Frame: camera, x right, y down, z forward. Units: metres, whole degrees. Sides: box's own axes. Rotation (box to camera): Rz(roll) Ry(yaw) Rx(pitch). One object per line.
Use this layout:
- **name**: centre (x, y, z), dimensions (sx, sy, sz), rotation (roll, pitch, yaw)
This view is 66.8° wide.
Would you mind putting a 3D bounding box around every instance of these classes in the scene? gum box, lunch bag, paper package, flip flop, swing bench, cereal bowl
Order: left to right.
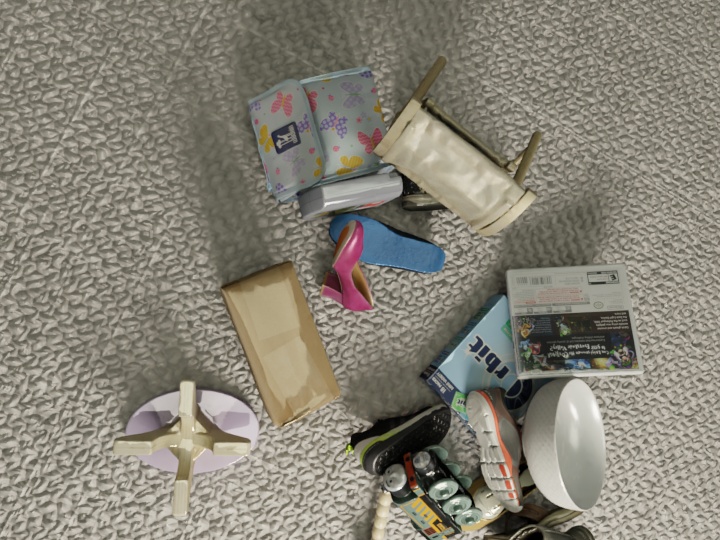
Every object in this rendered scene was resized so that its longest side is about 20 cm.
- **paper package**: centre (-0.125, 0.099, 0.799), dimensions (0.103, 0.190, 0.202), rotation (-22, 93, -16)
- **lunch bag**: centre (-0.062, -0.207, 0.855), dimensions (0.198, 0.127, 0.172), rotation (-13, 86, -8)
- **swing bench**: centre (0.135, -0.166, 0.771), dimensions (0.198, 0.130, 0.201), rotation (36, 41, -8)
- **gum box**: centre (0.229, 0.172, 0.946), dimensions (0.170, 0.045, 0.200), rotation (46, 80, -8)
- **flip flop**: centre (0.298, 0.423, 0.943), dimensions (0.198, 0.081, 0.058), rotation (-18, 70, -11)
- **cereal bowl**: centre (0.319, 0.276, 0.880), dimensions (0.199, 0.083, 0.203), rotation (14, 70, -45)

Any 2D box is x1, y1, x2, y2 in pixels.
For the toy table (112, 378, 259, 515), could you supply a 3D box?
- **toy table**: centre (-0.251, 0.246, 0.807), dimensions (0.198, 0.117, 0.186), rotation (-8, 90, -11)

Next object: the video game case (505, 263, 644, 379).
- **video game case**: centre (0.349, 0.083, 0.905), dimensions (0.197, 0.023, 0.184), rotation (-3, 73, 4)

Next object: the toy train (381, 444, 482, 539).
- **toy train**: centre (0.113, 0.353, 0.856), dimensions (0.113, 0.086, 0.200), rotation (-29, 127, 11)

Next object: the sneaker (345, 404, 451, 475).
- **sneaker**: centre (0.063, 0.258, 0.895), dimensions (0.198, 0.083, 0.073), rotation (-14, 116, -35)

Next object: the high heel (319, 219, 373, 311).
- **high heel**: centre (0.000, 0.000, 0.834), dimensions (0.095, 0.201, 0.068), rotation (18, 50, -5)

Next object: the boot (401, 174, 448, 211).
- **boot**: centre (0.159, -0.185, 0.928), dimensions (0.201, 0.073, 0.156), rotation (-7, 87, -13)

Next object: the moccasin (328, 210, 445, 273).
- **moccasin**: centre (0.039, -0.035, 0.902), dimensions (0.198, 0.068, 0.081), rotation (23, 92, -9)

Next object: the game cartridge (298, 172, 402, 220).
- **game cartridge**: centre (-0.026, -0.107, 0.821), dimensions (0.132, 0.200, 0.041), rotation (-8, 92, -11)

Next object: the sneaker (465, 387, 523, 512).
- **sneaker**: centre (0.239, 0.285, 0.885), dimensions (0.081, 0.077, 0.202), rotation (-14, 89, -24)

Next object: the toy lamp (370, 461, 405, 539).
- **toy lamp**: centre (0.033, 0.404, 0.893), dimensions (0.058, 0.058, 0.202), rotation (11, 85, -11)

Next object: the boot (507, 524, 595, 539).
- **boot**: centre (0.284, 0.479, 0.876), dimensions (0.199, 0.072, 0.183), rotation (18, 103, -47)

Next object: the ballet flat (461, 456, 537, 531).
- **ballet flat**: centre (0.244, 0.372, 0.931), dimensions (0.199, 0.063, 0.069), rotation (-30, 72, -13)
